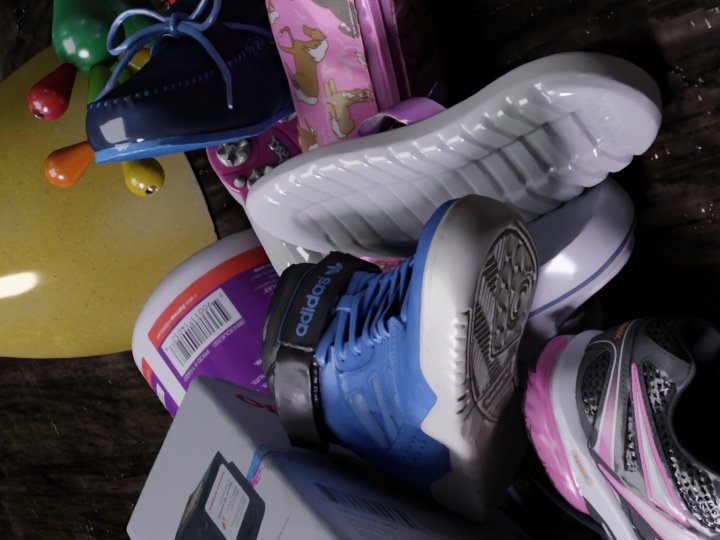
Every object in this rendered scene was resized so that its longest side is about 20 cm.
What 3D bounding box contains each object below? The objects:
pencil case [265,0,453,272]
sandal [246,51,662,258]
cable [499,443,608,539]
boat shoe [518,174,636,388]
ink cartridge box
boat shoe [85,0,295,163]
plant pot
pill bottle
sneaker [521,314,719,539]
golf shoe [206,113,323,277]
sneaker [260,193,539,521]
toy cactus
[{"bbox_3d":[0.000,-0.096,1.039,0.083,0.087,0.200,5,126,26],"label":"pencil case"},{"bbox_3d":[0.040,-0.050,0.977,0.202,0.050,0.082,-17,142,40],"label":"sandal"},{"bbox_3d":[0.101,0.158,1.138,0.163,0.051,0.200,46,152,37],"label":"cable"},{"bbox_3d":[0.073,0.015,1.032,0.065,0.074,0.200,38,157,-9],"label":"boat shoe"},{"bbox_3d":[0.005,0.132,1.020,0.083,0.145,0.200,-66,26,7],"label":"ink cartridge box"},{"bbox_3d":[-0.072,-0.094,1.080,0.200,0.084,0.069,-41,-57,-69],"label":"boat shoe"},{"bbox_3d":[-0.194,-0.027,1.478,0.200,0.142,0.200,49,154,34],"label":"plant pot"},{"bbox_3d":[-0.025,0.081,1.256,0.200,0.112,0.113,53,156,25],"label":"pill bottle"},{"bbox_3d":[0.145,0.105,0.948,0.086,0.080,0.200,-27,102,43],"label":"sneaker"},{"bbox_3d":[0.000,0.000,1.183,0.200,0.075,0.092,58,173,20],"label":"golf shoe"},{"bbox_3d":[0.008,0.024,0.957,0.111,0.077,0.200,23,157,16],"label":"sneaker"},{"bbox_3d":[-0.132,-0.133,1.170,0.102,0.200,0.165,-22,120,27],"label":"toy cactus"}]
